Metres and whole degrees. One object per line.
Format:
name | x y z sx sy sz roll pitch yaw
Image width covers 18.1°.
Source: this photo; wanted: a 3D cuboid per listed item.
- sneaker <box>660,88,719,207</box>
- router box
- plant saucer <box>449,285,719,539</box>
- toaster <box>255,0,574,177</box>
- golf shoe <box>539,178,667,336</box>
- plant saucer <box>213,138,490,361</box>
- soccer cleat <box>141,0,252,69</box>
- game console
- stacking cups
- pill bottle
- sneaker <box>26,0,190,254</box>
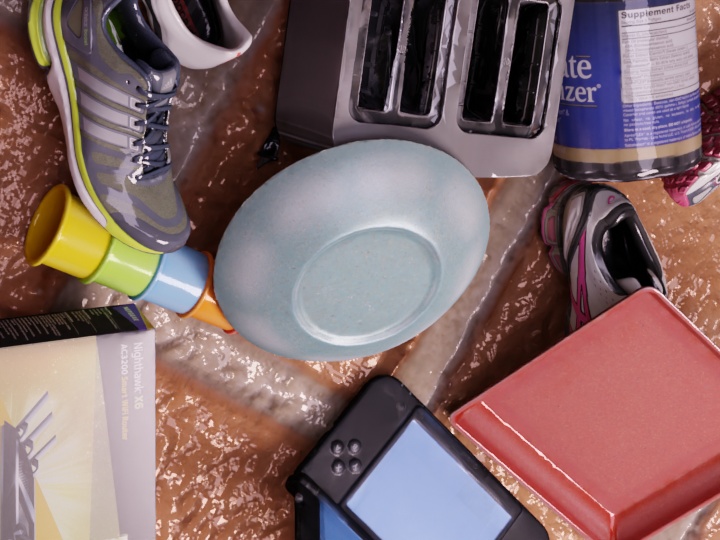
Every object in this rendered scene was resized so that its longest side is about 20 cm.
sneaker | 0.317 -0.114 1.737 0.200 0.081 0.075 -39 115 -12
router box | -0.222 0.130 1.551 0.157 0.052 0.200 -8 114 -22
plant saucer | 0.204 0.109 1.711 0.200 0.037 0.200 -35 118 27
toaster | 0.040 -0.153 1.587 0.181 0.119 0.200 5 99 -24
golf shoe | 0.196 0.030 1.708 0.073 0.092 0.200 -28 112 -18
plant saucer | 0.000 0.000 1.558 0.201 0.039 0.201 -11 134 -12
soccer cleat | -0.137 -0.222 1.508 0.069 0.085 0.200 -39 116 -25
game console | 0.051 0.199 1.638 0.200 0.116 0.176 46 69 -16
stacking cups | -0.135 0.007 1.577 0.200 0.060 0.061 26 90 -27
pill bottle | 0.190 -0.172 1.652 0.112 0.112 0.200 -11 104 -21
sneaker | -0.155 -0.105 1.509 0.074 0.081 0.200 -38 111 -52
